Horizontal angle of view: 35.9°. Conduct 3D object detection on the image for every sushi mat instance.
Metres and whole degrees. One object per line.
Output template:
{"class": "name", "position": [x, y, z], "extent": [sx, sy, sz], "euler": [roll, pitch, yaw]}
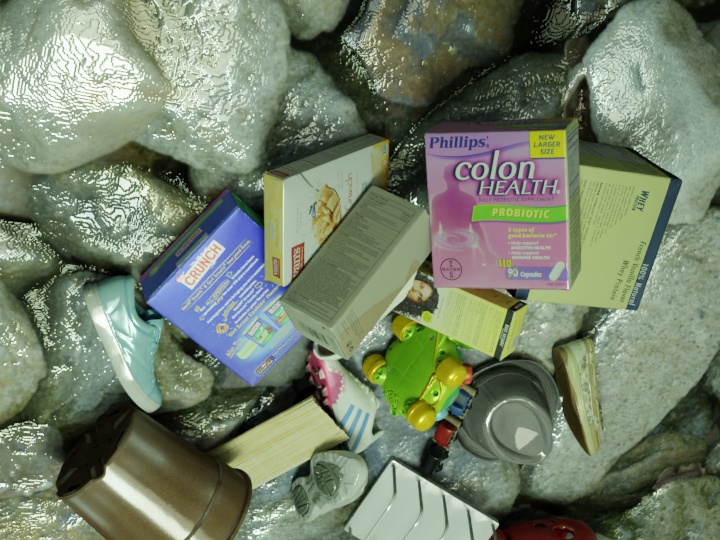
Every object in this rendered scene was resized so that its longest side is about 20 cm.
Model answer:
{"class": "sushi mat", "position": [-0.120, 0.251, 1.573], "extent": [0.199, 0.012, 0.096], "euler": [-30, 123, 19]}

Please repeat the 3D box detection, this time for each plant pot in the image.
{"class": "plant pot", "position": [0.269, 0.495, 1.767], "extent": [0.181, 0.201, 0.201], "euler": [5, 114, -11]}
{"class": "plant pot", "position": [-0.282, 0.294, 1.478], "extent": [0.200, 0.200, 0.198], "euler": [-43, 114, 5]}

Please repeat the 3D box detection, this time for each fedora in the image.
{"class": "fedora", "position": [0.233, 0.230, 1.678], "extent": [0.176, 0.090, 0.200], "euler": [-35, 121, 0]}

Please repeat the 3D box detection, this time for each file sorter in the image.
{"class": "file sorter", "position": [0.094, 0.408, 1.664], "extent": [0.199, 0.125, 0.139], "euler": [32, 103, -9]}

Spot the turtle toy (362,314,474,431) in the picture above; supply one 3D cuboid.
{"class": "turtle toy", "position": [0.105, 0.128, 1.567], "extent": [0.101, 0.146, 0.200], "euler": [20, 109, -49]}

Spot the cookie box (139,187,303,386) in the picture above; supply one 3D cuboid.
{"class": "cookie box", "position": [-0.157, 0.023, 1.446], "extent": [0.171, 0.075, 0.200], "euler": [-45, 122, 3]}

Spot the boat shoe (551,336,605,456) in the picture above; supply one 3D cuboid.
{"class": "boat shoe", "position": [0.349, 0.198, 1.714], "extent": [0.062, 0.073, 0.201], "euler": [-22, 118, -10]}

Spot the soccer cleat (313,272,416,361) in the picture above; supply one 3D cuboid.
{"class": "soccer cleat", "position": [0.008, 0.043, 1.466], "extent": [0.069, 0.078, 0.200], "euler": [39, 103, 5]}

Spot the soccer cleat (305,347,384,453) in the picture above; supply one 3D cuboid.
{"class": "soccer cleat", "position": [-0.019, 0.175, 1.582], "extent": [0.086, 0.070, 0.201], "euler": [-26, 127, -16]}

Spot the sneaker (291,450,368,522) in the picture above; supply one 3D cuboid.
{"class": "sneaker", "position": [-0.027, 0.299, 1.603], "extent": [0.099, 0.078, 0.200], "euler": [-12, 163, -30]}

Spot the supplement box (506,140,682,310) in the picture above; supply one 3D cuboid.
{"class": "supplement box", "position": [0.298, -0.068, 1.528], "extent": [0.199, 0.134, 0.201], "euler": [5, 113, -21]}

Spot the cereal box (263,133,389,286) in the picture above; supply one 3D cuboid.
{"class": "cereal box", "position": [-0.041, -0.079, 1.404], "extent": [0.200, 0.039, 0.145], "euler": [-28, 129, -43]}

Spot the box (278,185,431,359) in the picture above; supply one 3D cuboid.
{"class": "box", "position": [0.000, 0.000, 1.390], "extent": [0.200, 0.095, 0.078], "euler": [-50, 146, -18]}

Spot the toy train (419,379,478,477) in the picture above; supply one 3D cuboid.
{"class": "toy train", "position": [0.128, 0.235, 1.645], "extent": [0.046, 0.034, 0.201], "euler": [-32, 150, -48]}

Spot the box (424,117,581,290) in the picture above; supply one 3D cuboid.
{"class": "box", "position": [0.181, -0.084, 1.389], "extent": [0.175, 0.097, 0.201], "euler": [2, 106, 20]}

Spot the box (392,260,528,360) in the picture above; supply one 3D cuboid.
{"class": "box", "position": [0.120, 0.044, 1.494], "extent": [0.050, 0.199, 0.076], "euler": [-24, 131, -57]}

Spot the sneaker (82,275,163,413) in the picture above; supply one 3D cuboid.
{"class": "sneaker", "position": [-0.285, 0.095, 1.439], "extent": [0.082, 0.074, 0.201], "euler": [-21, 121, -3]}
